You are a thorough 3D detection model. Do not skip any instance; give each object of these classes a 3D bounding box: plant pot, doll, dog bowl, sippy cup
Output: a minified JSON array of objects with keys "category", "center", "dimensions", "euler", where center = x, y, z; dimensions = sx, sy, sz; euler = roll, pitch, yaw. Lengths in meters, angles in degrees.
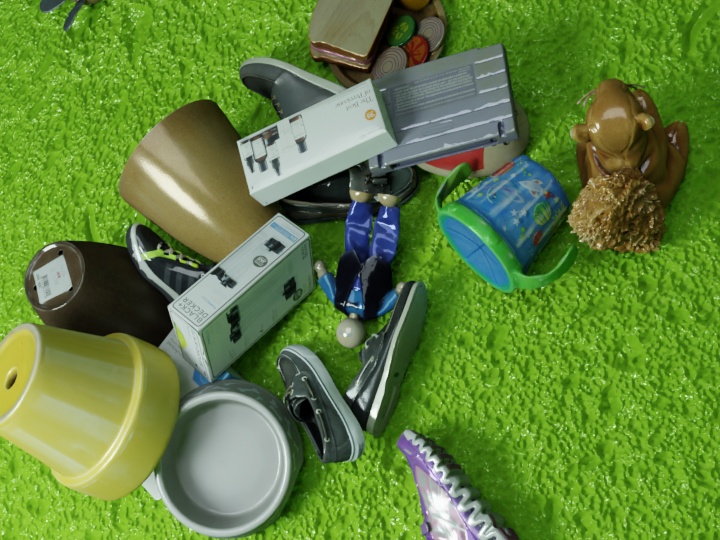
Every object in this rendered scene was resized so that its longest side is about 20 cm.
[{"category":"plant pot","center":[-0.360,0.039,1.393],"dimensions":[0.183,0.200,0.191],"euler":[-6,70,18]},{"category":"plant pot","center":[-0.355,0.159,1.260],"dimensions":[0.199,0.188,0.204],"euler":[-25,51,35]},{"category":"doll","center":[0.000,0.000,1.343],"dimensions":[0.134,0.048,0.204],"euler":[9,89,18]},{"category":"plant pot","center":[-0.197,-0.097,1.404],"dimensions":[0.200,0.186,0.187],"euler":[44,90,13]},{"category":"dog bowl","center":[-0.170,0.241,1.292],"dimensions":[0.196,0.059,0.205],"euler":[0,87,0]},{"category":"sippy cup","center":[0.185,-0.066,1.271],"dimensions":[0.130,0.140,0.178],"euler":[-43,94,-9]}]

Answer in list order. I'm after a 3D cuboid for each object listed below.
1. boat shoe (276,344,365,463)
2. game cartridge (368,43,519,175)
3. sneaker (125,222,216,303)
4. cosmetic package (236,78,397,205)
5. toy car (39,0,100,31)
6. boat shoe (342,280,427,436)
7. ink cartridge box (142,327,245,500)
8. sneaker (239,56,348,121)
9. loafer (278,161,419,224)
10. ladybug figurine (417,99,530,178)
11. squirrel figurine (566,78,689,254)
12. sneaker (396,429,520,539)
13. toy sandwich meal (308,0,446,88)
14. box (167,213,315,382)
[{"category":"boat shoe","center":[-0.063,0.164,1.286],"dimensions":[0.056,0.070,0.200],"euler":[-10,38,-29]},{"category":"game cartridge","center":[0.100,-0.207,1.316],"dimensions":[0.196,0.038,0.132],"euler":[-12,66,19]},{"category":"sneaker","center":[-0.232,0.003,1.395],"dimensions":[0.082,0.072,0.201],"euler":[-36,101,18]},{"category":"cosmetic package","center":[-0.057,-0.164,1.322],"dimensions":[0.197,0.051,0.084],"euler":[-23,69,13]},{"category":"toy car","center":[-0.452,-0.492,1.646],"dimensions":[0.164,0.157,0.202],"euler":[41,101,39]},{"category":"boat shoe","center":[0.028,0.103,1.296],"dimensions":[0.067,0.072,0.203],"euler":[19,85,27]},{"category":"ink cartridge box","center":[-0.259,0.192,1.377],"dimensions":[0.115,0.068,0.201],"euler":[36,88,27]},{"category":"sneaker","center":[-0.107,-0.230,1.458],"dimensions":[0.197,0.075,0.108],"euler":[22,78,24]},{"category":"loafer","center":[-0.019,-0.108,1.391],"dimensions":[0.196,0.063,0.073],"euler":[-13,68,16]},{"category":"ladybug figurine","center":[0.126,-0.196,1.362],"dimensions":[0.196,0.072,0.138],"euler":[9,76,23]},{"category":"squirrel figurine","center":[0.311,-0.122,1.203],"dimensions":[0.139,0.187,0.204],"euler":[-1,72,20]},{"category":"sneaker","center":[0.098,0.280,1.212],"dimensions":[0.088,0.080,0.201],"euler":[-44,64,10]},{"category":"toy sandwich meal","center":[0.024,-0.344,1.451],"dimensions":[0.201,0.070,0.209],"euler":[-7,70,18]},{"category":"box","center":[-0.149,0.034,1.323],"dimensions":[0.060,0.118,0.200],"euler":[33,62,26]}]
